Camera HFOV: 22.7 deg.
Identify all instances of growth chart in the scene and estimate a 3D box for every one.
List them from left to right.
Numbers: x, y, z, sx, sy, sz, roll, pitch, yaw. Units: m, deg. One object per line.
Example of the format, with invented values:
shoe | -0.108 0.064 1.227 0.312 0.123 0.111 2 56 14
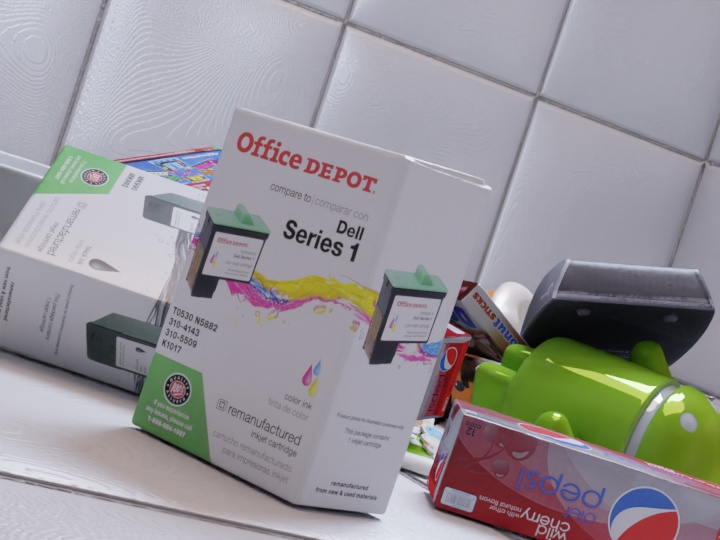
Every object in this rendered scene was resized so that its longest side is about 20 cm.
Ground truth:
growth chart | 0.000 0.105 1.315 0.145 0.018 0.200 16 11 -13

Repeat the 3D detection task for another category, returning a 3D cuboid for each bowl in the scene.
bowl | -0.283 -0.053 1.509 0.200 0.075 0.200 18 2 -17

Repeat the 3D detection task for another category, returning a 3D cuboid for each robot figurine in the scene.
robot figurine | 0.179 0.121 1.316 0.200 0.116 0.175 21 27 29

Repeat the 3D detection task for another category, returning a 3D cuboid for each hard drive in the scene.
hard drive | 0.194 0.037 1.395 0.135 0.042 0.200 4 -17 -1

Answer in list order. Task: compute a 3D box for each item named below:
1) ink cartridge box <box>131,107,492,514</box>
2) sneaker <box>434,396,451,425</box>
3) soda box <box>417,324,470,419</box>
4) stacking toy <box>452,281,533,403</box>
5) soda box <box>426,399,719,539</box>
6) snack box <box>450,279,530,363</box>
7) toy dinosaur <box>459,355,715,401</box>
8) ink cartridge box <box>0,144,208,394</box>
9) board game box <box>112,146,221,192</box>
ink cartridge box | -0.029 0.020 1.027 0.145 0.200 0.084 20 2 41
sneaker | 0.003 0.073 1.485 0.078 0.085 0.200 17 5 -43
soda box | -0.019 0.037 1.322 0.200 0.070 0.063 31 19 36
stacking toy | 0.064 0.086 1.657 0.200 0.146 0.146 -2 -7 25
soda box | 0.146 0.145 1.145 0.200 0.063 0.070 19 3 -2
snack box | 0.071 0.035 1.477 0.072 0.024 0.200 51 -13 -16
toy dinosaur | 0.177 0.121 1.433 0.200 0.086 0.136 2 -9 44
ink cartridge box | -0.134 0.010 1.210 0.200 0.084 0.146 18 34 0
board game box | -0.138 -0.067 1.486 0.103 0.019 0.200 30 21 21
